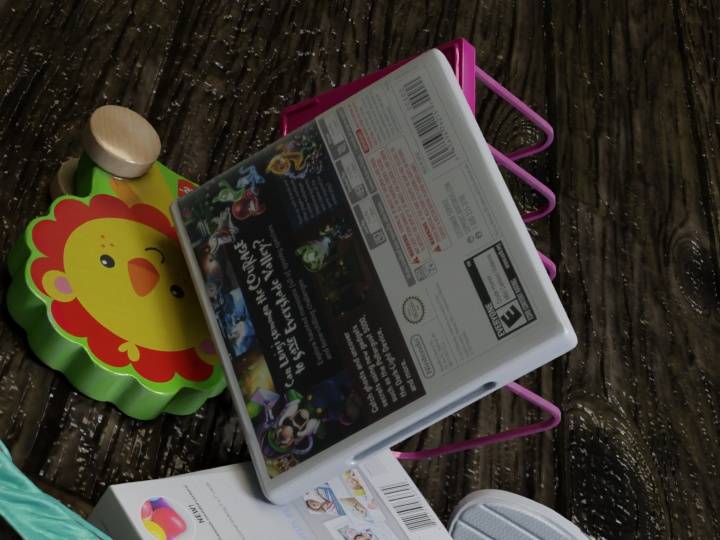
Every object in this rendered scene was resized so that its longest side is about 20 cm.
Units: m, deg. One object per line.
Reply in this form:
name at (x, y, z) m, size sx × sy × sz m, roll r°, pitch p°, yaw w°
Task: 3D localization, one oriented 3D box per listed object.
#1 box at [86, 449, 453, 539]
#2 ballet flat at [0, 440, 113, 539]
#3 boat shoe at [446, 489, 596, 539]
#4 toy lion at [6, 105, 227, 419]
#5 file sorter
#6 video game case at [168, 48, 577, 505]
box at (-0.024, 0.167, 0.930) m, size 0.199 × 0.041 × 0.156 m, roll -5°, pitch 50°, yaw -48°
ballet flat at (-0.178, 0.118, 0.827) m, size 0.200 × 0.067 × 0.070 m, roll 39°, pitch 46°, yaw 7°
boat shoe at (0.132, 0.195, 1.036) m, size 0.200 × 0.072 × 0.062 m, roll 38°, pitch 7°, yaw -5°
toy lion at (-0.108, 0.008, 1.045) m, size 0.199 × 0.069 × 0.192 m, roll 20°, pitch 42°, yaw -26°
file sorter at (0.039, -0.003, 1.051) m, size 0.125 × 0.138 × 0.201 m, roll 30°, pitch 53°, yaw -45°
video game case at (0.000, 0.000, 0.963) m, size 0.023 × 0.181 × 0.201 m, roll 44°, pitch 20°, yaw -55°
